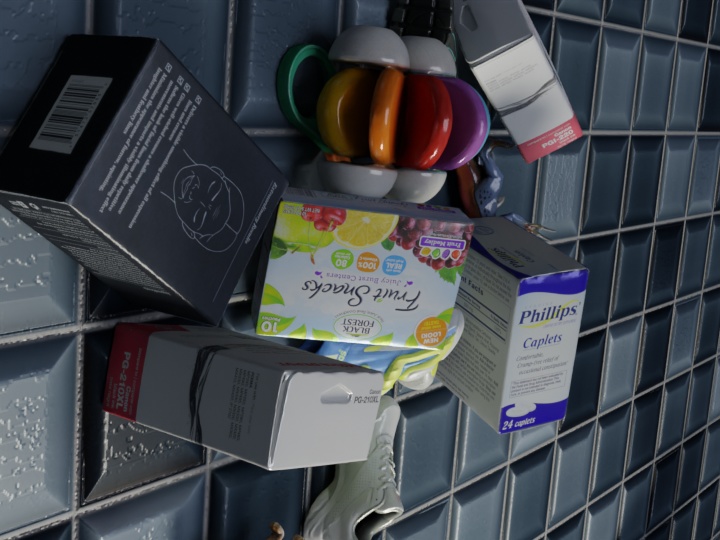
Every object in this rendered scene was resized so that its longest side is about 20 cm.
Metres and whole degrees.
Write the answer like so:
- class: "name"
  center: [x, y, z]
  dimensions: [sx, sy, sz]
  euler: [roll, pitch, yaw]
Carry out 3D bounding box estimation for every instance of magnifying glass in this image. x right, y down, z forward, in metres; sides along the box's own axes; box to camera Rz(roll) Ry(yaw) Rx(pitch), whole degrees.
- class: "magnifying glass"
  center: [-0.034, -0.146, 1.120]
  dimensions: [0.080, 0.022, 0.200]
  euler: [-53, 139, -32]

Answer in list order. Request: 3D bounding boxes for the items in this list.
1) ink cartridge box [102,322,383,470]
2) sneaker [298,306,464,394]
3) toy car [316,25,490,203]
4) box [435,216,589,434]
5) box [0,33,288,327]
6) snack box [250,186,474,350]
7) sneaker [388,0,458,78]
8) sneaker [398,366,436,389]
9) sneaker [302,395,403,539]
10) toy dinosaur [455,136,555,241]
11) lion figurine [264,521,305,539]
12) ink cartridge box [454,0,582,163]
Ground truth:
- class: "ink cartridge box"
  center: [-0.102, 0.106, 0.938]
  dimensions: [0.145, 0.199, 0.085]
  euler: [8, 93, -55]
- class: "sneaker"
  center: [0.013, 0.077, 1.149]
  dimensions: [0.200, 0.076, 0.105]
  euler: [-34, 119, -4]
- class: "toy car"
  center: [0.055, -0.154, 1.094]
  dimensions: [0.200, 0.150, 0.176]
  euler: [-4, 101, -51]
- class: "box"
  center: [0.169, 0.060, 1.287]
  dimensions: [0.105, 0.184, 0.201]
  euler: [-8, 116, -27]
- class: "box"
  center: [-0.174, -0.070, 0.868]
  dimensions: [0.200, 0.107, 0.149]
  euler: [48, 61, -49]
- class: "snack box"
  center: [0.000, 0.000, 1.067]
  dimensions: [0.199, 0.053, 0.143]
  euler: [6, 112, -17]
- class: "sneaker"
  center: [0.075, -0.238, 1.220]
  dimensions: [0.079, 0.075, 0.201]
  euler: [-36, 135, -61]
- class: "sneaker"
  center: [0.072, 0.037, 1.262]
  dimensions: [0.105, 0.076, 0.201]
  euler: [-37, 127, -44]
- class: "sneaker"
  center: [0.016, 0.244, 1.233]
  dimensions: [0.078, 0.099, 0.201]
  euler: [40, 67, -52]
- class: "toy dinosaur"
  center: [0.147, -0.083, 1.381]
  dimensions: [0.199, 0.105, 0.182]
  euler: [11, 101, -22]
- class: "lion figurine"
  center: [-0.107, 0.340, 1.114]
  dimensions: [0.122, 0.072, 0.200]
  euler: [-44, 137, -29]
- class: "ink cartridge box"
  center: [0.184, -0.250, 1.291]
  dimensions: [0.200, 0.085, 0.146]
  euler: [44, 25, -49]
